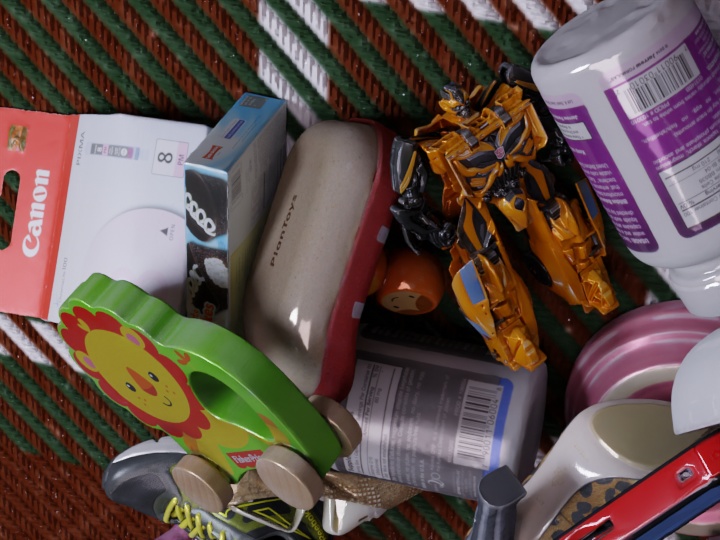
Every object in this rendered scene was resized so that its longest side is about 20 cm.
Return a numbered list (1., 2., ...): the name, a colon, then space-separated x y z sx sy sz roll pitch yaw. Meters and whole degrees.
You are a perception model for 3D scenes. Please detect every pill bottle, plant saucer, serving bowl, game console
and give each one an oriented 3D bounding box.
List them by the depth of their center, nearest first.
1. serving bowl: 0.287 0.048 0.980 0.198 0.199 0.067 -19 80 29
2. pill bottle: 0.201 -0.074 0.995 0.111 0.113 0.201 -21 111 30
3. game console: 0.204 0.162 1.034 0.200 0.176 0.031 -39 67 23
4. plant saucer: 0.244 0.119 1.135 0.198 0.051 0.203 9 122 15
5. pill bottle: 0.033 0.103 1.167 0.198 0.114 0.115 11 124 15

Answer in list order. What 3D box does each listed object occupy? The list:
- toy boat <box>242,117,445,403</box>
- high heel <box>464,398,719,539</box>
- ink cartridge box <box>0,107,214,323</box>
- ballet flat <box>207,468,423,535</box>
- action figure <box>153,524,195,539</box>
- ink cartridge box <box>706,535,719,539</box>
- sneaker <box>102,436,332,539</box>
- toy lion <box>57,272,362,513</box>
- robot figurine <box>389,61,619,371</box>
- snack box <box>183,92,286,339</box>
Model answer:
1. toy boat: 0.000 0.000 1.095 0.130 0.130 0.202 18 92 -22
2. high heel: 0.163 0.163 1.102 0.198 0.072 0.143 -17 143 -15
3. ink cartridge box: -0.207 -0.037 1.166 0.198 0.057 0.165 8 89 12
4. ballet flat: -0.037 0.174 1.224 0.198 0.070 0.066 9 86 -18
5. action figure: -0.152 0.266 1.370 0.133 0.149 0.200 28 112 -34
6. ink cartridge box: 0.336 0.288 1.135 0.144 0.083 0.202 -8 109 -4
7. sneaker: -0.111 0.193 1.255 0.198 0.085 0.075 10 140 -6
8. toy lion: -0.118 0.077 1.063 0.192 0.069 0.199 50 150 -18
9. robot figurine: 0.102 -0.038 1.052 0.058 0.144 0.201 31 153 56
10. snack box: -0.091 -0.014 1.141 0.037 0.116 0.202 12 123 14
